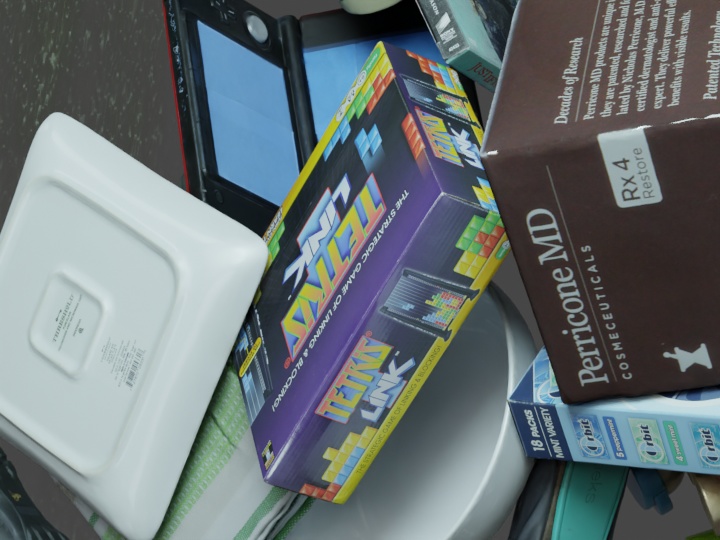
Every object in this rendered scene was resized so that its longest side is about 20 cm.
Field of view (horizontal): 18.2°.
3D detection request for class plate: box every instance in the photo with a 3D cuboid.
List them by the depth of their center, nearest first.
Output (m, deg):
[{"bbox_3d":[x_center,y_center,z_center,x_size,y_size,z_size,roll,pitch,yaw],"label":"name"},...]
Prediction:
[{"bbox_3d":[-0.163,0.032,1.333,0.200,0.032,0.200,32,105,34],"label":"plate"}]

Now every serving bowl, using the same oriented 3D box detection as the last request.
[{"bbox_3d":[0.035,0.093,1.290,0.200,0.066,0.200,-25,53,40],"label":"serving bowl"}]

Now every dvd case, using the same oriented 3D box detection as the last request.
[{"bbox_3d":[0.058,-0.191,1.397,0.022,0.146,0.200,-34,62,20],"label":"dvd case"}]

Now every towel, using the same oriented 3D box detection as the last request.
[{"bbox_3d":[-0.119,0.102,1.330,0.200,0.031,0.149,45,107,27],"label":"towel"}]

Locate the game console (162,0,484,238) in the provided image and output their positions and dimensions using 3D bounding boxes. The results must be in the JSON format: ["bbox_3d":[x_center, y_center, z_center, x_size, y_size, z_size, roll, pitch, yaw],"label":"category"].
[{"bbox_3d":[-0.019,-0.099,1.385,0.119,0.172,0.200,-27,58,28],"label":"game console"}]

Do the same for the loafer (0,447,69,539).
[{"bbox_3d":[-0.217,0.170,1.341,0.070,0.068,0.201,-45,67,11],"label":"loafer"}]

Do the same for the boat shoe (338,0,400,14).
[{"bbox_3d":[-0.017,-0.239,1.434,0.075,0.068,0.200,-27,37,-5],"label":"boat shoe"}]

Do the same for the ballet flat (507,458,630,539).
[{"bbox_3d":[0.104,0.167,1.267,0.073,0.073,0.200,15,97,17],"label":"ballet flat"}]

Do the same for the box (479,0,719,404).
[{"bbox_3d":[0.186,-0.054,1.143,0.200,0.166,0.164,-9,35,19],"label":"box"}]

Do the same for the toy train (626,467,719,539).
[{"bbox_3d":[0.234,0.146,1.247,0.116,0.085,0.200,-30,65,-1],"label":"toy train"}]

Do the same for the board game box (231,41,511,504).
[{"bbox_3d":[0.000,0.000,1.239,0.200,0.057,0.165,-59,26,24],"label":"board game box"}]

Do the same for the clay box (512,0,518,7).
[{"bbox_3d":[0.085,-0.262,1.422,0.048,0.115,0.200,-21,53,6],"label":"clay box"}]

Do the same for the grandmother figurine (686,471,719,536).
[{"bbox_3d":[0.270,0.077,1.187,0.200,0.061,0.121,-23,59,2],"label":"grandmother figurine"}]

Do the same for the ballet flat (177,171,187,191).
[{"bbox_3d":[-0.096,-0.001,1.386,0.068,0.068,0.200,-14,62,16],"label":"ballet flat"}]

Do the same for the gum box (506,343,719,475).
[{"bbox_3d":[0.204,0.038,1.195,0.200,0.045,0.170,2,37,34],"label":"gum box"}]
